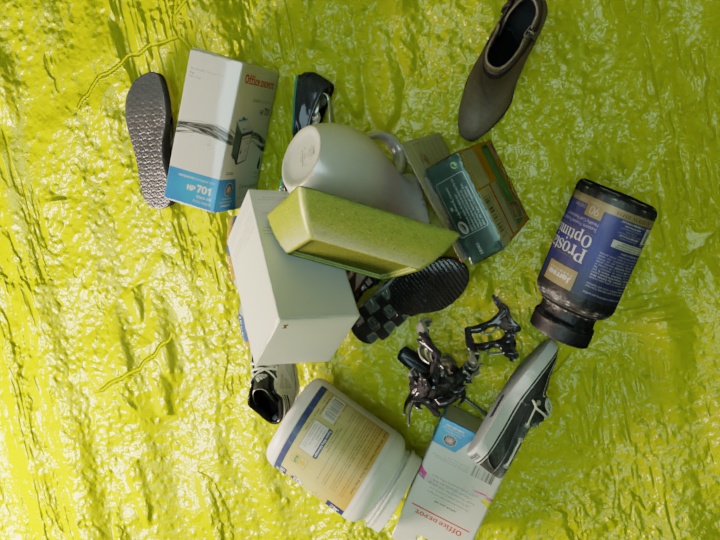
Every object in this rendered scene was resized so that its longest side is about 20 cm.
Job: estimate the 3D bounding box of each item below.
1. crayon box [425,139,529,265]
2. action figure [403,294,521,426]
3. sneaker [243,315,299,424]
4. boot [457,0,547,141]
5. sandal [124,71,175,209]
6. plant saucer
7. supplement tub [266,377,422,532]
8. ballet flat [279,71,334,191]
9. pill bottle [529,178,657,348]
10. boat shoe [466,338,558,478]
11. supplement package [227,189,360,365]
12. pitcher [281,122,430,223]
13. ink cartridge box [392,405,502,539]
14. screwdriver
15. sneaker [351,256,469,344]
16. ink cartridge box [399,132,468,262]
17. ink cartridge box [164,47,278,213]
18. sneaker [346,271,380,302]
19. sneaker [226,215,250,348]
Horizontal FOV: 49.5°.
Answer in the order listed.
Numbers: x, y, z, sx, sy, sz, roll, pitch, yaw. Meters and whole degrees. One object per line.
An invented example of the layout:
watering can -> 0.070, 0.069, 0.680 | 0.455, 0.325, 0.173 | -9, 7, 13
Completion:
crayon box -> 0.156, -0.094, 1.008 | 0.051, 0.200, 0.128 | -26, 92, 24
action figure -> 0.125, 0.125, 1.082 | 0.198, 0.120, 0.102 | -34, 45, -8
sneaker -> -0.126, 0.118, 1.096 | 0.074, 0.116, 0.206 | -10, 103, 3
boot -> 0.175, -0.260, 1.000 | 0.069, 0.146, 0.204 | 25, 104, 6
sandal -> -0.313, -0.198, 1.189 | 0.074, 0.043, 0.205 | 8, 110, 20
plant saucer -> -0.008, -0.034, 0.940 | 0.195, 0.200, 0.049 | 15, 81, -15
supplement tub -> -0.022, 0.268, 1.133 | 0.198, 0.144, 0.146 | 34, 105, 7
ballet flat -> -0.072, -0.178, 1.116 | 0.071, 0.073, 0.205 | 11, 99, 11
pill bottle -> 0.300, -0.007, 1.028 | 0.110, 0.112, 0.204 | 22, 103, 9
boat shoe -> 0.226, 0.189, 1.071 | 0.068, 0.074, 0.201 | 36, 71, 1
supplement package -> -0.095, 0.008, 1.049 | 0.118, 0.114, 0.204 | -55, 43, 46
pitcher -> -0.005, -0.132, 1.027 | 0.120, 0.197, 0.175 | -31, 52, 37
ink cartridge box -> 0.135, 0.315, 1.142 | 0.113, 0.068, 0.204 | 24, 103, 7
screwdriver -> 0.136, 0.179, 1.148 | 0.199, 0.028, 0.029 | 39, 135, -2
sneaker -> 0.073, 0.024, 1.087 | 0.198, 0.089, 0.075 | -29, 101, 34
ink cartridge box -> 0.100, -0.091, 1.017 | 0.049, 0.200, 0.165 | -27, 93, 25
ink cartridge box -> -0.193, -0.194, 1.100 | 0.084, 0.146, 0.205 | 17, 102, 11
sneaker -> 0.000, 0.000, 1.120 | 0.084, 0.080, 0.205 | 19, 104, 8
sneaker -> -0.146, 0.013, 1.168 | 0.086, 0.075, 0.205 | -9, 104, 4
